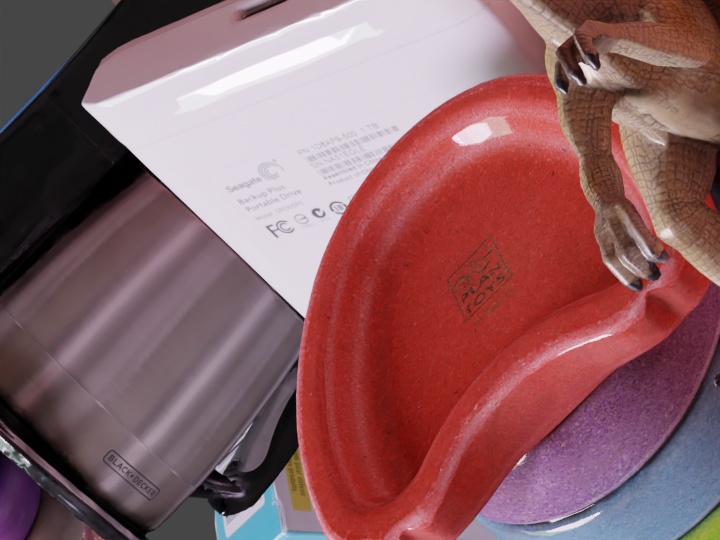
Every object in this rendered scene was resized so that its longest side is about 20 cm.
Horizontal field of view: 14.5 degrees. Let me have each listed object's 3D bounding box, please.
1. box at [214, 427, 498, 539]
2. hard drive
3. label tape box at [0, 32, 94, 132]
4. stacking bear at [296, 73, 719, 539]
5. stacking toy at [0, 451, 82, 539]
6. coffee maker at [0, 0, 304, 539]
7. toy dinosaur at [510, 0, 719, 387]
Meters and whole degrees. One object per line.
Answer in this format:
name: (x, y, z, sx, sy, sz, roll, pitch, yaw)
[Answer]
box: (0.042, 0.075, 1.058, 0.199, 0.049, 0.083, 7, -121, -29)
hard drive: (0.036, -0.008, 0.790, 0.132, 0.027, 0.200, -18, 130, 38)
label tape box: (-0.056, -0.045, 1.196, 0.066, 0.143, 0.200, 44, 180, -43)
stacking bear: (0.091, 0.043, 0.724, 0.200, 0.121, 0.114, 32, -159, -35)
stacking toy: (-0.185, 0.046, 0.952, 0.200, 0.085, 0.085, 49, 176, -27)
coffee maker: (-0.069, -0.032, 0.959, 0.192, 0.200, 0.135, 41, 176, 26)
toy dinosaur: (0.066, -0.034, 0.546, 0.200, 0.058, 0.101, 25, -150, -51)
